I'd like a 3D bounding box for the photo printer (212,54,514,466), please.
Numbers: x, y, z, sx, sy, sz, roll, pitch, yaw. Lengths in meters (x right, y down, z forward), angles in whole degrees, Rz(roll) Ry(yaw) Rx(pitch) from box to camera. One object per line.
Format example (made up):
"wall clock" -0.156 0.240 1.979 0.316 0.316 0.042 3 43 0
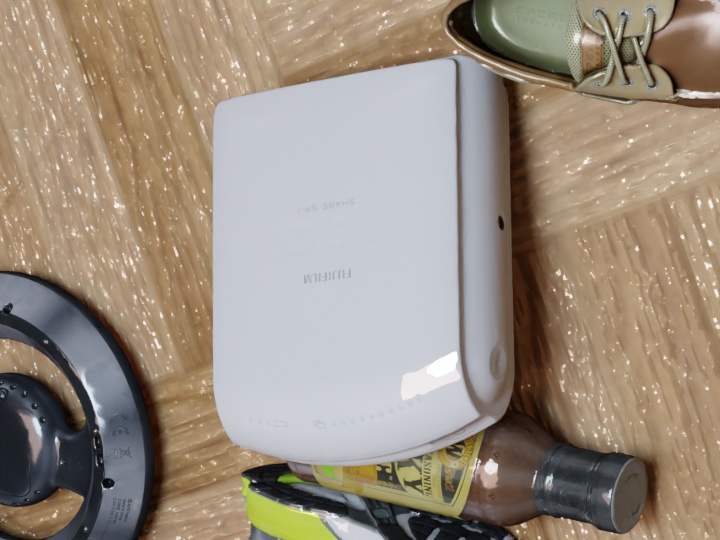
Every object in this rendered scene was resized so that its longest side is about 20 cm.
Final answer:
"photo printer" 0.000 0.000 1.516 0.166 0.069 0.201 -8 76 31

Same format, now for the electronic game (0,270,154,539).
"electronic game" -0.203 0.099 1.727 0.199 0.042 0.201 7 102 33

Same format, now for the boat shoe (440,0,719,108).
"boat shoe" 0.128 -0.112 1.433 0.199 0.074 0.076 9 114 36

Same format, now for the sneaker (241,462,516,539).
"sneaker" 0.018 0.168 1.584 0.200 0.074 0.081 21 118 37

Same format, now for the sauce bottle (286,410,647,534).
"sauce bottle" 0.055 0.098 1.541 0.199 0.065 0.065 8 104 31
